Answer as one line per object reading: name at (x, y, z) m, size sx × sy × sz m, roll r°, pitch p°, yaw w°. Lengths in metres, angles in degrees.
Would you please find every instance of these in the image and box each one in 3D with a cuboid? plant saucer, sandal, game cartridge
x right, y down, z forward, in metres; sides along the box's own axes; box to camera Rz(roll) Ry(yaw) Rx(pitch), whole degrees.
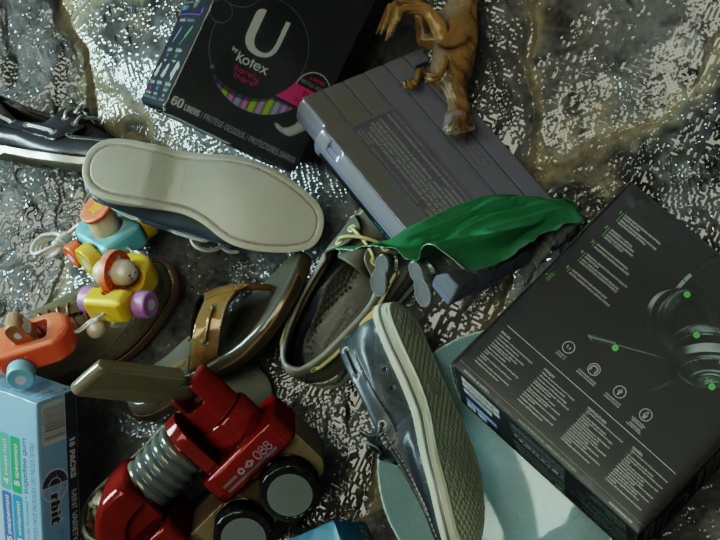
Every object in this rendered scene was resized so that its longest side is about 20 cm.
plant saucer at (0.111, 0.145, 1.190) m, size 0.200 × 0.039 × 0.202 m, roll -4°, pitch 79°, yaw 23°
sandal at (-0.122, 0.047, 1.283) m, size 0.200 × 0.082 × 0.055 m, roll -35°, pitch 114°, yaw 20°
game cartridge at (0.054, -0.074, 1.213) m, size 0.129 × 0.038 × 0.200 m, roll -28°, pitch 67°, yaw -26°

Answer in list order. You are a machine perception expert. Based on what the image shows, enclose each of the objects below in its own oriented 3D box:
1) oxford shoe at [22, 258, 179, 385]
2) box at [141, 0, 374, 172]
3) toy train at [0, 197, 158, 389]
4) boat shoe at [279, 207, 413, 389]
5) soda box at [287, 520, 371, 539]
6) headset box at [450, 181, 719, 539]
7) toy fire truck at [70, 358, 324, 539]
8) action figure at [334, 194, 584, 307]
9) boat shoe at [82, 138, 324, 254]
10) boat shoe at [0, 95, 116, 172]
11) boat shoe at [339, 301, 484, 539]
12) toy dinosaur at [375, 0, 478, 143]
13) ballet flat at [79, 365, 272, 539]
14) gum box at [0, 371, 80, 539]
oxford shoe at (-0.243, 0.052, 1.338) m, size 0.200 × 0.075 × 0.071 m, roll -35°, pitch 68°, yaw 14°
box at (-0.075, -0.196, 1.268) m, size 0.122 × 0.106 × 0.200 m, roll 24°, pitch 91°, yaw -20°
toy train at (-0.240, 0.003, 1.297) m, size 0.150 × 0.056 × 0.200 m, roll -14°, pitch 38°, yaw 9°
boat shoe at (0.002, 0.001, 1.250) m, size 0.072 × 0.060 × 0.202 m, roll 31°, pitch 94°, yaw 25°
soda box at (-0.003, 0.294, 1.198) m, size 0.068 × 0.064 × 0.200 m, roll -26°, pitch 72°, yaw 17°
headset box at (0.194, 0.064, 1.106) m, size 0.174 × 0.093 × 0.200 m, roll 41°, pitch 80°, yaw 19°
toy fire truck at (-0.148, 0.146, 1.198) m, size 0.176 × 0.129 × 0.200 m, roll -44°, pitch 102°, yaw 9°
action figure at (0.094, -0.021, 1.120) m, size 0.118 × 0.200 × 0.055 m, roll 15°, pitch 115°, yaw 43°
boat shoe at (-0.128, -0.055, 1.287) m, size 0.199 × 0.062 × 0.075 m, roll 10°, pitch 78°, yaw -1°
boat shoe at (-0.262, -0.121, 1.381) m, size 0.199 × 0.073 × 0.063 m, roll 9°, pitch 87°, yaw 29°
boat shoe at (0.037, 0.121, 1.167) m, size 0.062 × 0.075 × 0.200 m, roll -31°, pitch 65°, yaw 21°
toy dinosaur at (0.072, -0.192, 1.249) m, size 0.106 × 0.060 × 0.201 m, roll 18°, pitch 71°, yaw -13°
ballet flat at (-0.151, 0.155, 1.287) m, size 0.200 × 0.064 × 0.067 m, roll -46°, pitch 66°, yaw 9°
gum box at (-0.316, 0.160, 1.315) m, size 0.200 × 0.044 × 0.170 m, roll 14°, pitch 111°, yaw 36°
